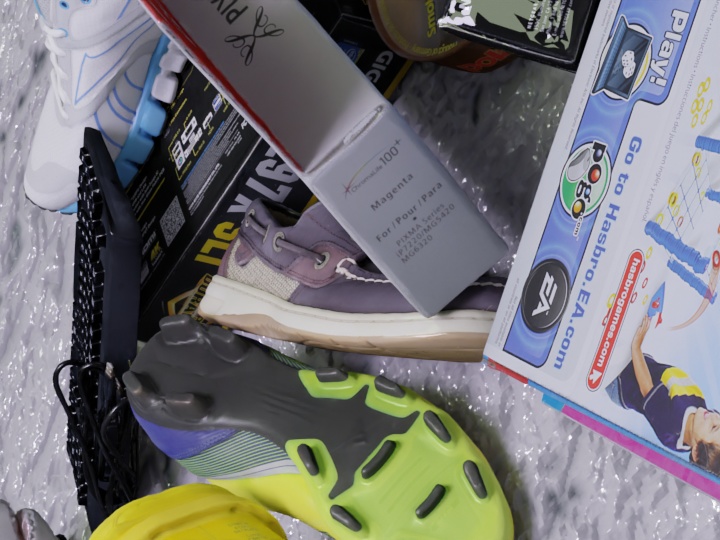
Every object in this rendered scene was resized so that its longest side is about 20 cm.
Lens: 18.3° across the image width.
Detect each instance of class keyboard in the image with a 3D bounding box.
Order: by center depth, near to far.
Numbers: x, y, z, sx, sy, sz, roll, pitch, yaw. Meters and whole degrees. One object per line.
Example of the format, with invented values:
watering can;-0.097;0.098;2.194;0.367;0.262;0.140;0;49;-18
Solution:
keyboard;-0.127;0.041;1.013;0.104;0.039;0.201;-120;27;-43

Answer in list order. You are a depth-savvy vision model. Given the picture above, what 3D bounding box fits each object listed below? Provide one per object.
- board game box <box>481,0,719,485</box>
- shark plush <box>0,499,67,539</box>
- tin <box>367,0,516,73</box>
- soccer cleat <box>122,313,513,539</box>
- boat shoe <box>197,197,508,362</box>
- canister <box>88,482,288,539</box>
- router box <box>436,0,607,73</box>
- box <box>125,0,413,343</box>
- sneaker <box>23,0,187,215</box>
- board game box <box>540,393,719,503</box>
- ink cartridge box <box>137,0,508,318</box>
board game box;0.137;-0.036;0.597;0.196;0.056;0.201;27;101;55
shark plush;-0.187;0.202;1.077;0.091;0.083;0.201;50;120;49
tin;0.043;-0.174;0.904;0.112;0.042;0.201;-28;58;44
soccer cleat;-0.010;0.076;0.888;0.200;0.084;0.065;24;70;38
boat shoe;0.000;0.000;0.882;0.200;0.072;0.065;4;85;60
canister;-0.020;0.180;0.812;0.200;0.086;0.149;25;125;53
router box;0.096;-0.161;0.727;0.051;0.149;0.201;19;96;19
box;-0.060;-0.086;1.017;0.200;0.049;0.160;-54;38;31
sneaker;-0.118;-0.110;0.991;0.200;0.086;0.075;-57;40;31
board game box;0.154;0.010;0.661;0.200;0.064;0.148;28;102;55
ink cartridge box;-0.046;-0.092;0.807;0.044;0.174;0.200;-40;43;1
